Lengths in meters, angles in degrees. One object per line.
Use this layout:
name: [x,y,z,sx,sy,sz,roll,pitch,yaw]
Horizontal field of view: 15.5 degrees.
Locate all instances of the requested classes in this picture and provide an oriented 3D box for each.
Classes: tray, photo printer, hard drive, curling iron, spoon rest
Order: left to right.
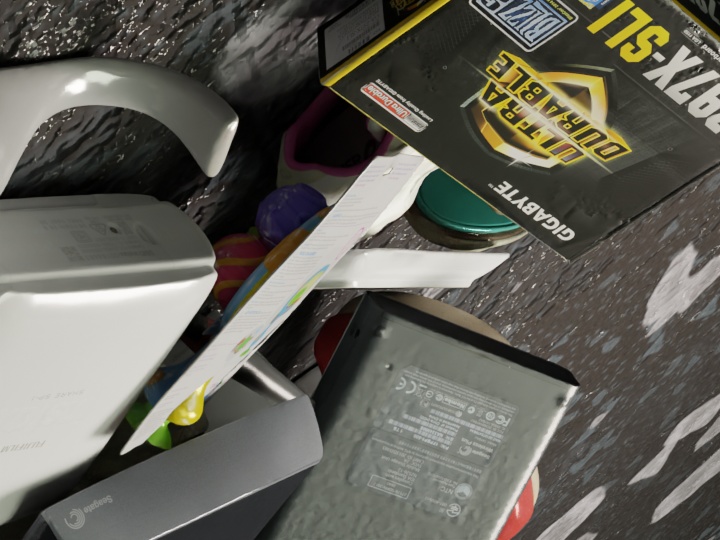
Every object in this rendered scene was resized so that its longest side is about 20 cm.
photo printer: [-0.179,0.055,1.292,0.166,0.069,0.200,-5,138,-52]
spoon rest: [-0.154,-0.056,1.166,0.200,0.061,0.099,-13,145,-33]
hard drive: [-0.112,0.142,1.419,0.200,0.042,0.135,-22,157,-46]
curling iron: [-0.090,0.044,1.435,0.050,0.026,0.200,-50,140,12]
tray: [0.000,0.000,1.521,0.200,0.107,0.022,1,89,-64]
hard drive: [0.022,0.125,1.541,0.139,0.033,0.200,22,105,-21]

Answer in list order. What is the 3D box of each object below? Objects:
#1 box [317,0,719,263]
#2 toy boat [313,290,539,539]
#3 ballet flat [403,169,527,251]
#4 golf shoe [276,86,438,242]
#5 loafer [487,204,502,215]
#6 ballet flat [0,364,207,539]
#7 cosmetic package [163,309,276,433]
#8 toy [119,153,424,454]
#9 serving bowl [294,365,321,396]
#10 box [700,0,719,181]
box: [0.103,-0.102,1.348,0.160,0.049,0.200,-34,131,26]
toy boat: [0.027,0.111,1.613,0.131,0.130,0.200,-56,147,-38]
ballet flat: [0.086,-0.043,1.645,0.200,0.067,0.062,-22,159,-46]
golf shoe: [0.036,-0.095,1.422,0.200,0.075,0.092,-42,157,-5]
loafer: [0.104,-0.099,1.563,0.076,0.068,0.200,-52,175,28]
ballet flat: [-0.177,0.117,1.447,0.200,0.062,0.067,-32,-177,-22]
cosmetic package: [-0.086,0.112,1.604,0.113,0.081,0.200,-41,160,-9]
toy: [-0.056,0.005,1.365,0.200,0.047,0.115,-52,172,10]
serving bowl: [-0.027,0.140,1.801,0.200,0.066,0.200,-39,161,-16]
box: [0.176,-0.165,1.435,0.079,0.141,0.200,6,145,-9]
